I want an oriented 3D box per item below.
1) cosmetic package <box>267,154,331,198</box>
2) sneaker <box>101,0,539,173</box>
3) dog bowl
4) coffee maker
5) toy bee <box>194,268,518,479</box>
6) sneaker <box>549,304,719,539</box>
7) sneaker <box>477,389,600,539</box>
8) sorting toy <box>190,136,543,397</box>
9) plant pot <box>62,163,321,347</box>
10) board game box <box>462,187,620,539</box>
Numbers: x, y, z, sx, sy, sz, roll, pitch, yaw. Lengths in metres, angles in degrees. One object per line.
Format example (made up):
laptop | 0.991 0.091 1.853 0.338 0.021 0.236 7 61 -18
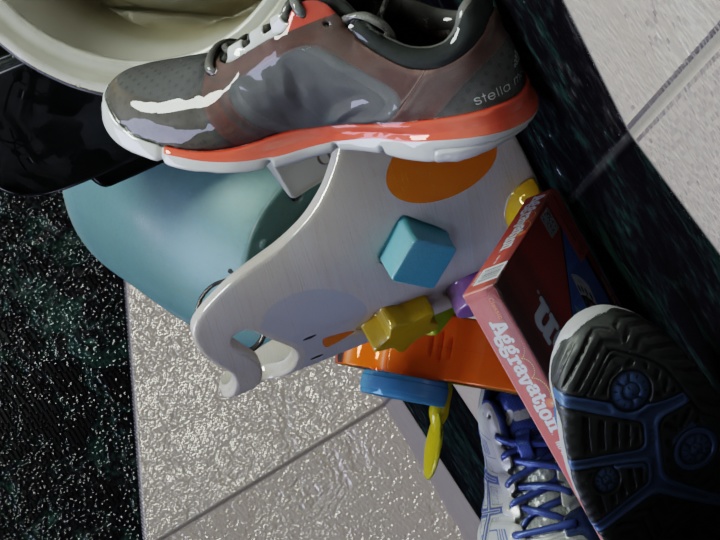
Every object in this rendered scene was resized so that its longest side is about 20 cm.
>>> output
cosmetic package | -0.043 -0.148 1.432 0.200 0.102 0.074 60 177 -26
sneaker | -0.023 -0.095 1.236 0.077 0.200 0.082 -64 -34 -53
dog bowl | -0.099 -0.183 1.312 0.200 0.200 0.074 60 -156 -9
coffee maker | -0.146 -0.160 1.536 0.135 0.192 0.200 32 -156 -37
toy bee | 0.030 0.033 1.546 0.200 0.131 0.109 31 -177 14
sneaker | 0.128 0.088 1.223 0.200 0.076 0.077 59 177 -34
sneaker | 0.090 0.109 1.562 0.200 0.075 0.088 -96 -9 -49
sorting toy | 0.000 0.000 1.412 0.107 0.180 0.200 58 176 16
plant pot | -0.048 -0.044 1.630 0.161 0.201 0.201 42 164 50
board game box | 0.115 0.070 1.303 0.200 0.019 0.103 60 -149 -15
